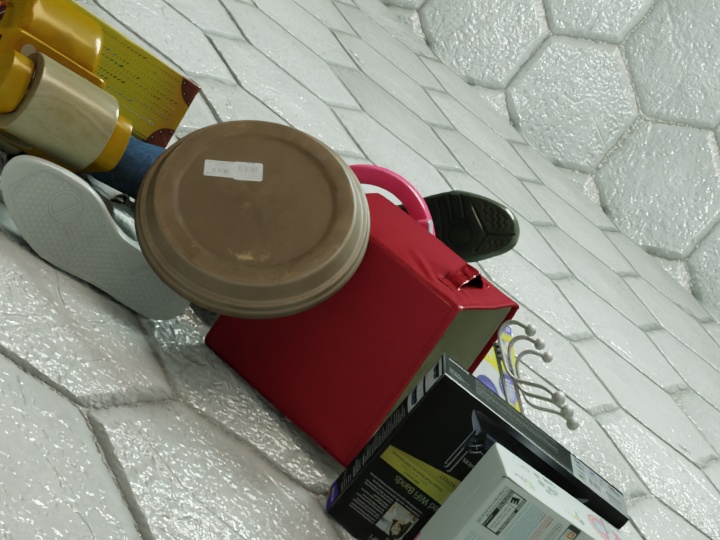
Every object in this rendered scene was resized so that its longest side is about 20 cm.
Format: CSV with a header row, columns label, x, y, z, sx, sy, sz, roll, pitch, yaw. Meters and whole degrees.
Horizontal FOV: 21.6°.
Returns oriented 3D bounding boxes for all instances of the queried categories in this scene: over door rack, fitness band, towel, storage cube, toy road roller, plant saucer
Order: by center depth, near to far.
label,x,y,z,sx,sy,sz,roll,pitch,yaw
plant saucer,-0.089,-0.050,1.571,0.200,0.199,0.030,47,-27,22
toy road roller,-0.271,-0.170,1.613,0.122,0.147,0.199,30,-13,-33
storage cube,0.004,0.046,1.679,0.179,0.201,0.171,39,14,18
towel,-0.212,-0.100,1.723,0.199,0.049,0.111,27,7,31
over door rack,0.164,0.158,1.725,0.148,0.066,0.202,48,39,-71
fitness band,0.000,0.000,1.798,0.142,0.202,0.037,5,4,14

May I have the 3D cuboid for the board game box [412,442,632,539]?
label,x,y,z,sx,sy,sz,roll,pitch,yaw
board game box,0.140,0.255,1.502,0.199,0.148,0.064,36,13,-17

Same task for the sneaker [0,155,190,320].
label,x,y,z,sx,sy,sz,roll,pitch,yaw
sneaker,-0.229,-0.041,1.598,0.200,0.071,0.099,39,12,-29

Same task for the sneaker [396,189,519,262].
label,x,y,z,sx,sy,sz,roll,pitch,yaw
sneaker,0.085,-0.040,2.016,0.114,0.198,0.077,3,81,-66

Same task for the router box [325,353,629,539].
label,x,y,z,sx,sy,sz,roll,pitch,yaw
router box,0.096,0.192,1.553,0.199,0.158,0.052,39,15,-9

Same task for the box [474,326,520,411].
label,x,y,z,sx,sy,sz,roll,pitch,yaw
box,0.106,0.135,1.815,0.117,0.048,0.202,24,53,-45

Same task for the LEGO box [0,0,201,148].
label,x,y,z,sx,sy,sz,roll,pitch,yaw
LEGO box,-0.273,-0.201,1.829,0.199,0.078,0.149,33,-7,-26
